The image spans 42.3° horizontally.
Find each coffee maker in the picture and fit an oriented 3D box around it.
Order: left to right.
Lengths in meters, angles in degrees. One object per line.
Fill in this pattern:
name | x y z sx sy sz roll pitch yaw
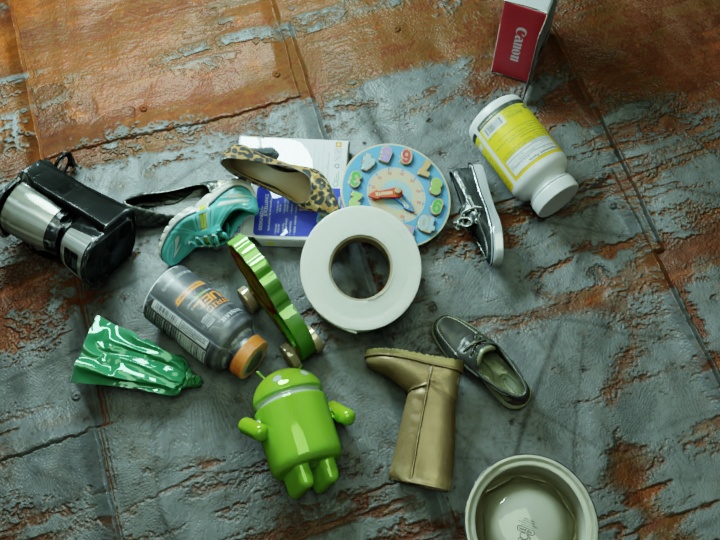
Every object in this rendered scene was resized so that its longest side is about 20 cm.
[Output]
coffee maker | -0.477 -0.098 1.566 0.198 0.135 0.194 27 69 11

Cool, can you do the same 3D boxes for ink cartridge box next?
ink cartridge box | -0.121 -0.138 1.630 0.196 0.047 0.201 2 68 3
ink cartridge box | 0.294 -0.437 1.666 0.083 0.201 0.178 19 67 9

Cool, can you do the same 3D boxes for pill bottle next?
pill bottle | -0.245 0.089 1.499 0.199 0.107 0.107 35 71 14
pill bottle | 0.285 -0.196 1.612 0.111 0.113 0.201 -29 70 -12

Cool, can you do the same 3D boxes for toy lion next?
toy lion | -0.141 0.041 1.471 0.068 0.192 0.201 -34 71 -13

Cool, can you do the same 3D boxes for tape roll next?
tape roll | 0.000 0.000 1.523 0.199 0.071 0.206 0 85 -1

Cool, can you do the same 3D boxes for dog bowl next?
dog bowl | 0.248 0.381 1.386 0.196 0.074 0.203 0 67 0

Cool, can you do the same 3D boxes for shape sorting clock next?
shape sorting clock | 0.062 -0.132 1.611 0.196 0.039 0.203 4 70 -11

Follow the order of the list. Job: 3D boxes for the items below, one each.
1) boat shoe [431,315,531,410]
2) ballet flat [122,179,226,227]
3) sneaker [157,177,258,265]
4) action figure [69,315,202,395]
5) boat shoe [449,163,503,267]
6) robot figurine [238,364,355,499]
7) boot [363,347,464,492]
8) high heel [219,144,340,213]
boat shoe | 0.197 0.138 1.494 0.072 0.066 0.201 -41 72 -15
ballet flat | -0.313 -0.117 1.614 0.197 0.057 0.067 -14 68 -6
sneaker | -0.256 -0.072 1.560 0.199 0.077 0.080 -38 66 9
action figure | -0.351 0.155 1.500 0.197 0.055 0.120 16 66 0
boat shoe | 0.194 -0.093 1.588 0.067 0.074 0.202 -7 66 -7
robot figurine | -0.098 0.241 1.426 0.173 0.116 0.202 -6 63 -27
boot | 0.071 0.229 1.457 0.172 0.066 0.203 6 74 19
high heel | -0.136 -0.143 1.534 0.199 0.142 0.072 37 117 24
